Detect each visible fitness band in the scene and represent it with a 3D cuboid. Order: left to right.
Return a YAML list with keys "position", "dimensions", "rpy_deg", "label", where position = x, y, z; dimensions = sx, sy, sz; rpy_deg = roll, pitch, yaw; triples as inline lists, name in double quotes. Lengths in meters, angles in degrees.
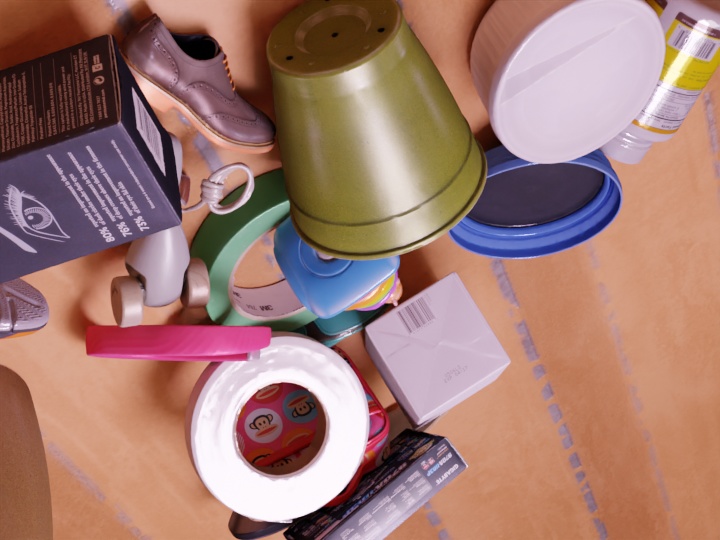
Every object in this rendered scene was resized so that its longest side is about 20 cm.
- position: [-0.184, 0.073, 1.538]
  dimensions: [0.199, 0.038, 0.143]
  rpy_deg: [-3, 176, 34]
  label: "fitness band"

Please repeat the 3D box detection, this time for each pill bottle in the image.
- position: [0.319, -0.216, 1.649]
  dimensions: [0.109, 0.109, 0.201]
  rpy_deg: [0, 132, -38]
  label: "pill bottle"

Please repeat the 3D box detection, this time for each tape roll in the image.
- position: [-0.088, 0.167, 1.639]
  dimensions: [0.201, 0.037, 0.205]
  rpy_deg: [-3, 99, -18]
  label: "tape roll"
- position: [-0.081, -0.017, 1.606]
  dimensions: [0.199, 0.048, 0.201]
  rpy_deg: [-22, 142, -18]
  label: "tape roll"

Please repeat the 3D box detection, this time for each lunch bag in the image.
- position: [-0.069, 0.194, 1.741]
  dimensions: [0.199, 0.177, 0.082]
  rpy_deg: [-26, 148, -16]
  label: "lunch bag"

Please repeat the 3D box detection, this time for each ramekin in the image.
- position: [0.203, -0.217, 1.559]
  dimensions: [0.201, 0.094, 0.203]
  rpy_deg: [-17, 137, -17]
  label: "ramekin"

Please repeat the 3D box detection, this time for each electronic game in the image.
- position: [-0.071, 0.258, 1.831]
  dimensions: [0.199, 0.200, 0.042]
  rpy_deg: [-32, 101, -4]
  label: "electronic game"

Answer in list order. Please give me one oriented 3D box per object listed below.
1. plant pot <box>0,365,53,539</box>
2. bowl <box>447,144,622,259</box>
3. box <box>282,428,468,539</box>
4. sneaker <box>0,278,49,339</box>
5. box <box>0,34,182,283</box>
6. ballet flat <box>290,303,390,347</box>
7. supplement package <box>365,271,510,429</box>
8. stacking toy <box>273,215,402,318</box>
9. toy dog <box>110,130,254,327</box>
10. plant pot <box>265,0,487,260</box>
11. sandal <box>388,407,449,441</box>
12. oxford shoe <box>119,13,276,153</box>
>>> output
- position: [-0.380, 0.225, 1.511]
  dimensions: [0.185, 0.200, 0.187]
  rpy_deg: [-22, 141, -19]
  label: "plant pot"
- position: [0.190, -0.080, 1.699]
  dimensions: [0.199, 0.040, 0.201]
  rpy_deg: [-5, 150, -3]
  label: "bowl"
- position: [0.013, 0.261, 1.740]
  dimensions: [0.200, 0.046, 0.159]
  rpy_deg: [-39, -173, -14]
  label: "box"
- position: [-0.396, 0.055, 1.427]
  dimensions: [0.199, 0.078, 0.112]
  rpy_deg: [5, 133, -28]
  label: "sneaker"
- position: [-0.269, -0.088, 1.289]
  dimensions: [0.199, 0.105, 0.148]
  rpy_deg: [-16, 144, 5]
  label: "box"
- position: [-0.056, 0.064, 1.716]
  dimensions: [0.199, 0.068, 0.070]
  rpy_deg: [-29, 168, -8]
  label: "ballet flat"
- position: [0.083, 0.095, 1.738]
  dimensions: [0.121, 0.120, 0.200]
  rpy_deg: [-32, 172, -5]
  label: "supplement package"
- position: [0.000, 0.000, 1.584]
  dimensions: [0.109, 0.116, 0.200]
  rpy_deg: [-35, 158, 9]
  label: "stacking toy"
- position: [-0.197, -0.045, 1.471]
  dimensions: [0.131, 0.096, 0.201]
  rpy_deg: [10, 112, -35]
  label: "toy dog"
- position: [0.000, -0.149, 1.426]
  dimensions: [0.199, 0.201, 0.194]
  rpy_deg: [-29, 131, -8]
  label: "plant pot"
- position: [0.059, 0.211, 1.945]
  dimensions: [0.211, 0.078, 0.070]
  rpy_deg: [-41, 138, 0]
  label: "sandal"
- position: [-0.135, -0.165, 1.382]
  dimensions: [0.073, 0.071, 0.200]
  rpy_deg: [-50, 141, 13]
  label: "oxford shoe"
